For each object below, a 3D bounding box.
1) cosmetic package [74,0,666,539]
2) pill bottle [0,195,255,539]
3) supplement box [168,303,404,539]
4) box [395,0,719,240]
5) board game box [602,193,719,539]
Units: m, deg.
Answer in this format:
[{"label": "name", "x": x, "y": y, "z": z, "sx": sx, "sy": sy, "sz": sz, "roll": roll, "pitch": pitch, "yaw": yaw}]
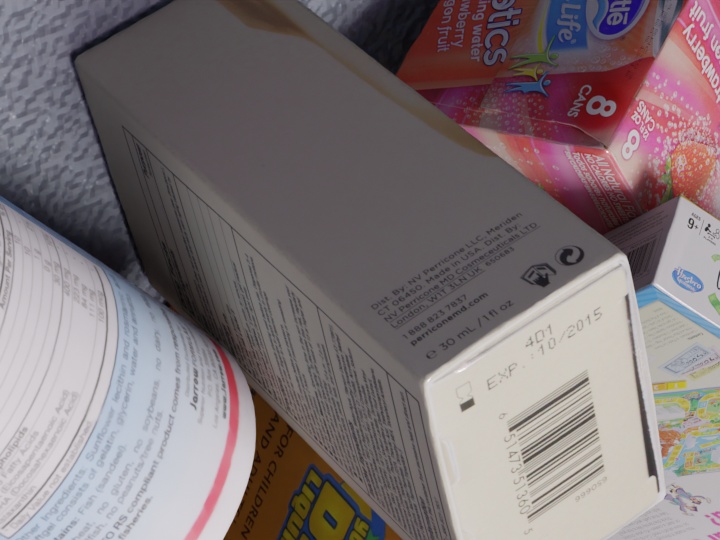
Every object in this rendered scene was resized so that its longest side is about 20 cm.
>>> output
[{"label": "cosmetic package", "x": 0.000, "y": 0.000, "z": 0.733, "sx": 0.071, "sy": 0.200, "sz": 0.106, "roll": -31, "pitch": 135, "yaw": -17}, {"label": "pill bottle", "x": -0.131, "y": 0.026, "z": 0.711, "sx": 0.109, "sy": 0.109, "sz": 0.200, "roll": -51, "pitch": 130, "yaw": 4}, {"label": "supplement box", "x": 0.002, "y": 0.077, "z": 0.788, "sx": 0.068, "sy": 0.200, "sz": 0.067, "roll": 5, "pitch": 116, "yaw": -40}, {"label": "box", "x": 0.102, "y": -0.028, "z": 0.848, "sx": 0.103, "sy": 0.094, "sz": 0.200, "roll": -58, "pitch": 140, "yaw": -21}, {"label": "board game box", "x": 0.098, "y": 0.050, "z": 0.833, "sx": 0.134, "sy": 0.200, "sz": 0.034, "roll": 32, "pitch": 61, "yaw": -18}]
